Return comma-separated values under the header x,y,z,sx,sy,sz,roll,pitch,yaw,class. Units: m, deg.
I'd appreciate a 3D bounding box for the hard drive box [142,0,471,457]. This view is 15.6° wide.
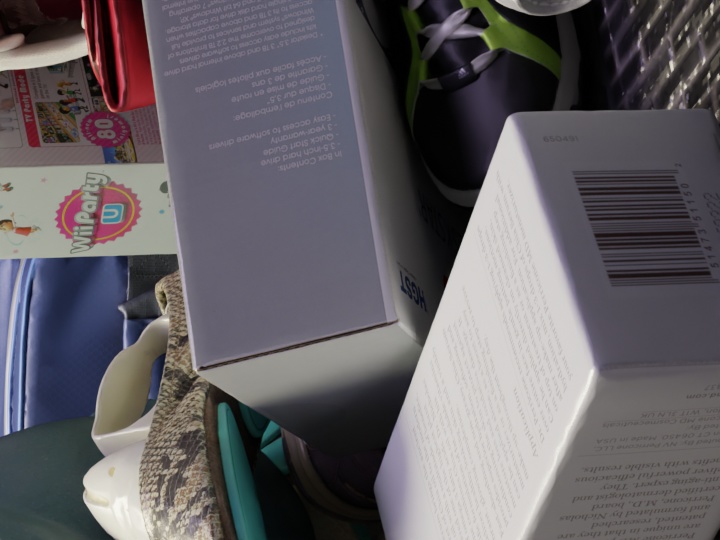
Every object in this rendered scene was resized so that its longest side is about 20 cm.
x,y,z,sx,sy,sz,roll,pitch,yaw,class
-0.015,-0.048,0.964,0.156,0.076,0.201,40,-141,-68,hard drive box

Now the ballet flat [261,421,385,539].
x,y,z,sx,sy,sz,roll,pitch,yaw,class
-0.032,0.101,1.184,0.063,0.067,0.200,59,172,-9,ballet flat

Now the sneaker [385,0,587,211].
x,y,z,sx,sy,sz,roll,pitch,yaw,class
0.020,-0.115,0.918,0.072,0.083,0.201,-26,62,35,sneaker

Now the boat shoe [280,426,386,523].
x,y,z,sx,sy,sz,roll,pitch,yaw,class
0.000,0.000,1.078,0.073,0.074,0.201,-32,68,58,boat shoe

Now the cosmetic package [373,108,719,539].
x,y,z,sx,sy,sz,roll,pitch,yaw,class
0.067,0.052,0.839,0.200,0.071,0.102,109,153,-49,cosmetic package

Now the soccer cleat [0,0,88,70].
x,y,z,sx,sy,sz,roll,pitch,yaw,class
-0.163,-0.114,1.092,0.199,0.086,0.070,-9,108,35,soccer cleat

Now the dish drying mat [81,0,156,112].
x,y,z,sx,sy,sz,roll,pitch,yaw,class
-0.070,-0.109,1.012,0.200,0.018,0.077,-39,-56,-73,dish drying mat

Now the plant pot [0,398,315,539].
x,y,z,sx,sy,sz,roll,pitch,yaw,class
-0.098,0.138,1.067,0.134,0.199,0.201,-53,-15,-43,plant pot

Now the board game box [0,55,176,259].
x,y,z,sx,sy,sz,roll,pitch,yaw,class
-0.122,-0.080,1.224,0.064,0.199,0.148,106,156,-45,board game box

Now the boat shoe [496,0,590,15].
x,y,z,sx,sy,sz,roll,pitch,yaw,class
0.085,-0.128,0.786,0.200,0.072,0.069,127,138,-51,boat shoe

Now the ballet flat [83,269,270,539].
x,y,z,sx,sy,sz,roll,pitch,yaw,class
-0.065,0.063,0.978,0.200,0.075,0.068,-87,-17,-56,ballet flat

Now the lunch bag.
x,y,z,sx,sy,sz,roll,pitch,yaw,class
-0.115,0.049,1.324,0.132,0.135,0.201,-146,57,-69,lunch bag
